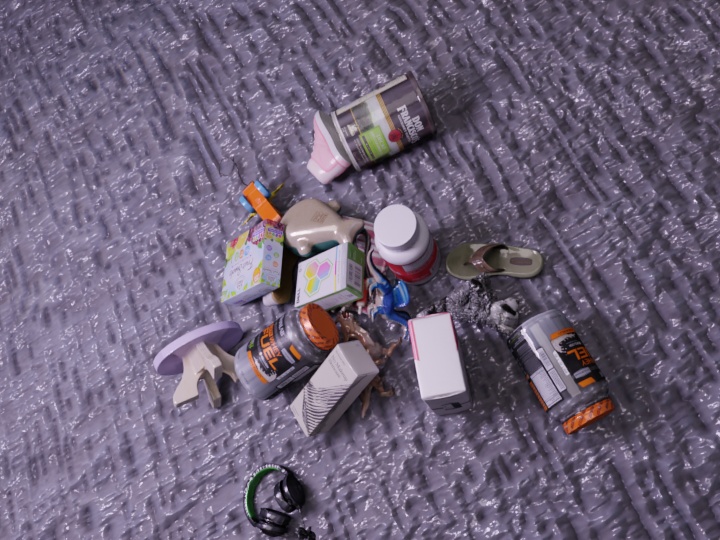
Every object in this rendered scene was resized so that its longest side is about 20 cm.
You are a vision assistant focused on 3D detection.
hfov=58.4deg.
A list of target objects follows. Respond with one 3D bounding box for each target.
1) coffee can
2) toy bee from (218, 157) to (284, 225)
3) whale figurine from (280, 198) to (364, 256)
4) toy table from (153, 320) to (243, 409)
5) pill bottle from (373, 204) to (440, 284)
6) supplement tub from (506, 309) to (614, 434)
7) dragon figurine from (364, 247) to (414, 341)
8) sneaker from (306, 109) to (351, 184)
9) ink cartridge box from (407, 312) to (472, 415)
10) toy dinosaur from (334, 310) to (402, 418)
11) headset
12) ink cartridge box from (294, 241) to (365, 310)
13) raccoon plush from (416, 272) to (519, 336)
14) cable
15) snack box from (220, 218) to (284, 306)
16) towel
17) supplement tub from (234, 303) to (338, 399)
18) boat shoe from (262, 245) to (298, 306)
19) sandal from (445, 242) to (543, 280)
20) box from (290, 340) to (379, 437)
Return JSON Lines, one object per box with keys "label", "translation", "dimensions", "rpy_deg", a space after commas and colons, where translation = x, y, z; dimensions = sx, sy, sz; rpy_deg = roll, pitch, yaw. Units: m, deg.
{"label": "coffee can", "translation": [0.053, -0.329, 1.434], "dimensions": [0.197, 0.146, 0.148], "rpy_deg": [-25, 66, 9]}
{"label": "toy bee", "translation": [-0.231, -0.172, 1.496], "dimensions": [0.129, 0.109, 0.203], "rpy_deg": [-23, 77, 10]}
{"label": "whale figurine", "translation": [-0.080, -0.080, 1.400], "dimensions": [0.197, 0.105, 0.160], "rpy_deg": [11, 53, 31]}
{"label": "toy table", "translation": [-0.323, 0.201, 1.366], "dimensions": [0.198, 0.185, 0.118], "rpy_deg": [-27, 62, -17]}
{"label": "pill bottle", "translation": [0.092, -0.053, 1.296], "dimensions": [0.110, 0.200, 0.114], "rpy_deg": [-6, 69, 16]}
{"label": "supplement tub", "translation": [0.364, 0.184, 1.171], "dimensions": [0.121, 0.123, 0.202], "rpy_deg": [-30, 66, 6]}
{"label": "dragon figurine", "translation": [0.062, 0.045, 1.295], "dimensions": [0.098, 0.059, 0.204], "rpy_deg": [-9, 102, -11]}
{"label": "sneaker", "translation": [-0.090, -0.283, 1.502], "dimensions": [0.105, 0.075, 0.202], "rpy_deg": [-43, 46, 26]}
{"label": "ink cartridge box", "translation": [0.152, 0.179, 1.198], "dimensions": [0.083, 0.200, 0.148], "rpy_deg": [-12, 68, 7]}
{"label": "toy dinosaur", "translation": [0.003, 0.189, 1.312], "dimensions": [0.133, 0.086, 0.204], "rpy_deg": [5, 86, 27]}
{"label": "headset", "translation": [-0.160, 0.463, 1.261], "dimensions": [0.199, 0.094, 0.125], "rpy_deg": [28, 82, 35]}
{"label": "ink cartridge box", "translation": [-0.083, 0.027, 1.346], "dimensions": [0.198, 0.059, 0.105], "rpy_deg": [-22, 53, 36]}
{"label": "raccoon plush", "translation": [0.225, 0.099, 1.288], "dimensions": [0.199, 0.096, 0.135], "rpy_deg": [-38, 76, 36]}
{"label": "cable", "translation": [0.000, 0.000, 1.360], "dimensions": [0.095, 0.050, 0.204], "rpy_deg": [4, 74, 24]}
{"label": "snack box", "translation": [-0.238, -0.013, 1.414], "dimensions": [0.199, 0.052, 0.145], "rpy_deg": [-23, 60, 51]}
{"label": "towel", "translation": [-0.011, -0.016, 1.411], "dimensions": [0.144, 0.030, 0.203], "rpy_deg": [15, 77, 21]}
{"label": "supplement tub", "translation": [-0.146, 0.160, 1.296], "dimensions": [0.199, 0.122, 0.124], "rpy_deg": [-37, 64, 20]}
{"label": "boat shoe", "translation": [-0.188, -0.015, 1.447], "dimensions": [0.069, 0.070, 0.203], "rpy_deg": [-20, 50, 41]}
{"label": "sandal", "translation": [0.270, -0.025, 1.308], "dimensions": [0.197, 0.057, 0.081], "rpy_deg": [-2, 71, 17]}
{"label": "box", "translation": [-0.054, 0.234, 1.269], "dimensions": [0.083, 0.068, 0.201], "rpy_deg": [52, 124, 27]}
